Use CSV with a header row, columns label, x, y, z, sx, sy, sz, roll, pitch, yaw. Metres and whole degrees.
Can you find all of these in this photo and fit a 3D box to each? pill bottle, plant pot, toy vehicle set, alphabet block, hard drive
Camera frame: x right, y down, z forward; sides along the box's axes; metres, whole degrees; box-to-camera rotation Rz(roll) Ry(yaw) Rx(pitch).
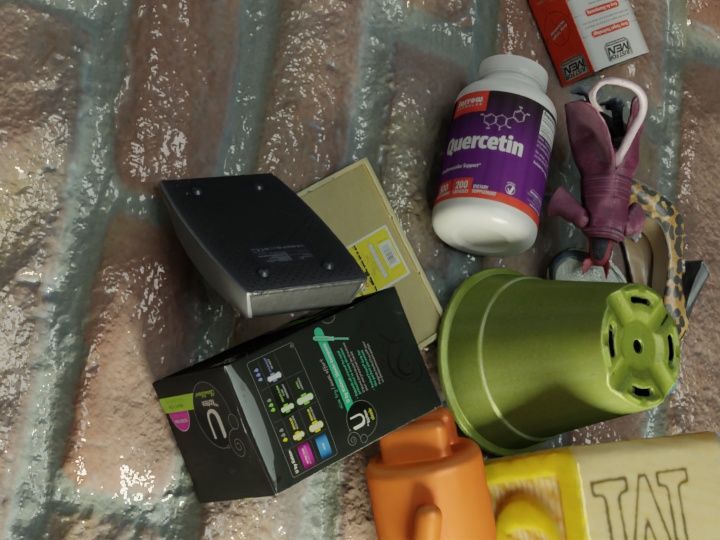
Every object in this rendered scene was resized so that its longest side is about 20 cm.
label,x,y,z,sx,sy,sz,roll,pitch,yaw
pill bottle,0.145,-0.123,1.532,0.112,0.112,0.201,23,67,-26
plant pot,0.214,0.084,1.464,0.199,0.189,0.201,9,76,-40
toy vehicle set,0.000,0.000,1.460,0.124,0.026,0.201,-29,95,-34
alphabet block,0.239,0.274,1.451,0.199,0.195,0.198,-1,77,-34
hard drive,-0.094,-0.025,1.323,0.134,0.200,0.043,-6,124,-30

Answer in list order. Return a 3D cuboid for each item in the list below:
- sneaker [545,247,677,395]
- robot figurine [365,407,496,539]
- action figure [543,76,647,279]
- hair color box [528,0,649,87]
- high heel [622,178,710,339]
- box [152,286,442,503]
label,x,y,z,sx,sy,sz,roll,pitch,yaw
sneaker,0.283,0.056,1.576,0.078,0.086,0.200,-42,101,4
robot figurine,0.069,0.236,1.383,0.116,0.144,0.201,-16,100,-23
action figure,0.270,-0.091,1.548,0.133,0.149,0.201,5,81,-17
hair color box,0.248,-0.325,1.680,0.101,0.061,0.201,-22,90,-35
high heel,0.316,-0.008,1.641,0.200,0.071,0.143,47,57,-20
box,-0.058,0.114,1.321,0.199,0.148,0.125,-25,94,-34
